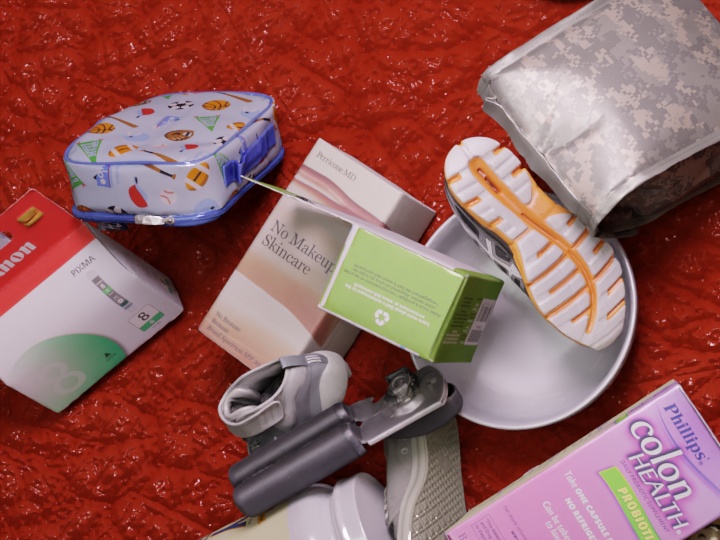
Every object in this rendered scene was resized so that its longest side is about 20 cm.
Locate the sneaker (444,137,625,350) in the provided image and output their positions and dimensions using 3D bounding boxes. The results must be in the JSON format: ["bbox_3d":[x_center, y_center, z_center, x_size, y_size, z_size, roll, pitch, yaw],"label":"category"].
[{"bbox_3d":[0.139,-0.020,1.506,0.078,0.077,0.200,-37,87,-14],"label":"sneaker"}]

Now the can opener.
[{"bbox_3d":[-0.009,0.145,1.525,0.200,0.067,0.053,-31,36,8],"label":"can opener"}]

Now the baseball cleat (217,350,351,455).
[{"bbox_3d":[-0.083,0.140,1.580,0.070,0.106,0.200,60,136,43],"label":"baseball cleat"}]

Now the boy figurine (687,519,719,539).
[{"bbox_3d":[0.272,0.280,1.473,0.124,0.064,0.201,13,88,27],"label":"boy figurine"}]

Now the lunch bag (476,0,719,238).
[{"bbox_3d":[0.210,-0.126,1.504,0.200,0.118,0.164,-27,68,-21],"label":"lunch bag"}]

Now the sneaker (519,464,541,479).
[{"bbox_3d":[0.112,0.244,1.533,0.076,0.080,0.200,30,94,22],"label":"sneaker"}]

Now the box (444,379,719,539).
[{"bbox_3d":[0.178,0.175,1.393,0.200,0.176,0.097,-34,83,6],"label":"box"}]

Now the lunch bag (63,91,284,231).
[{"bbox_3d":[-0.158,-0.097,1.639,0.160,0.200,0.076,3,116,20],"label":"lunch bag"}]

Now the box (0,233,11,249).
[{"bbox_3d":[-0.405,0.002,1.713,0.115,0.200,0.132,33,93,24],"label":"box"}]

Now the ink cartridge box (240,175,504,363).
[{"bbox_3d":[0.000,0.000,1.497,0.200,0.148,0.076,24,94,16],"label":"ink cartridge box"}]

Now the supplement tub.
[{"bbox_3d":[-0.058,0.266,1.560,0.200,0.145,0.145,-28,72,14],"label":"supplement tub"}]

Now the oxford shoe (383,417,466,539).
[{"bbox_3d":[0.047,0.192,1.548,0.058,0.075,0.200,-28,42,30],"label":"oxford shoe"}]

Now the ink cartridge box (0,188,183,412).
[{"bbox_3d":[-0.278,0.031,1.660,0.161,0.200,0.050,-38,52,12],"label":"ink cartridge box"}]

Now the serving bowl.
[{"bbox_3d":[0.140,0.036,1.566,0.200,0.066,0.201,-4,80,21],"label":"serving bowl"}]

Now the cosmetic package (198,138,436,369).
[{"bbox_3d":[-0.038,0.000,1.631,0.103,0.087,0.200,33,93,24],"label":"cosmetic package"}]
